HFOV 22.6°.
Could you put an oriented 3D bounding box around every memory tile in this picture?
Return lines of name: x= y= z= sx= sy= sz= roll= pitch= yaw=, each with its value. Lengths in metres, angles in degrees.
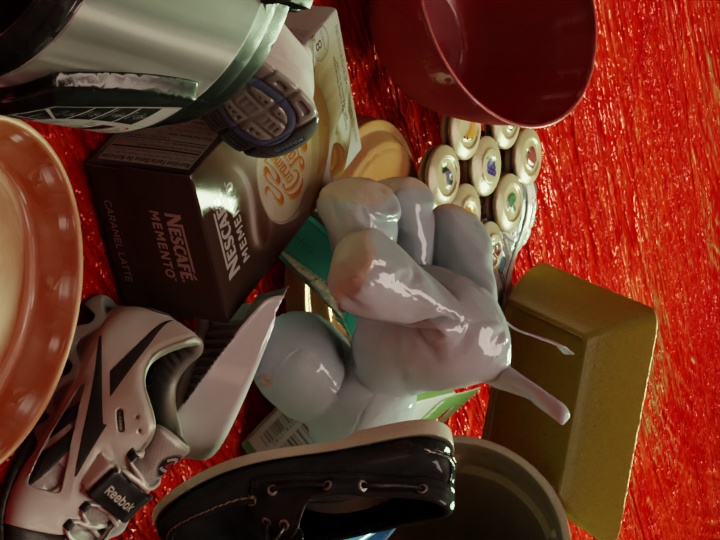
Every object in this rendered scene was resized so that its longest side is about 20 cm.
memory tile: x=0.094 y=-0.066 z=1.474 sx=0.154 sy=0.017 sz=0.201 roll=55 pitch=50 yaw=-45

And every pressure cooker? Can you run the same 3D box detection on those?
pressure cooker: x=-0.125 y=-0.162 z=0.886 sx=0.179 sy=0.177 sz=0.199 roll=-45 pitch=153 yaw=21

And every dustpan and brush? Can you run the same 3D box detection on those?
dustpan and brush: x=-0.116 y=0.096 z=1.153 sx=0.140 sy=0.057 sz=0.202 roll=165 pitch=-53 yaw=-78

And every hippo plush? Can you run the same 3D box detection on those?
hippo plush: x=0.018 y=0.045 z=1.209 sx=0.161 sy=0.199 sz=0.160 roll=-46 pitch=-165 yaw=28

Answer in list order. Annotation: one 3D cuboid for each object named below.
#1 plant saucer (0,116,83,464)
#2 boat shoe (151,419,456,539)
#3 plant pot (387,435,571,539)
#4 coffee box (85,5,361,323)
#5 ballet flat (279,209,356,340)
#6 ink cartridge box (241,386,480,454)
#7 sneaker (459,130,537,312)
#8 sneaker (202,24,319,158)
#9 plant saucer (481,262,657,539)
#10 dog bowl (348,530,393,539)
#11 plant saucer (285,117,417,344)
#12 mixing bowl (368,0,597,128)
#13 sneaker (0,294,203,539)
plant saucer: x=-0.217 y=0.015 z=0.957 sx=0.200 sy=0.032 sz=0.203 roll=-33 pitch=127 yaw=-58
boat shoe: x=-0.033 y=0.152 z=1.123 sx=0.075 sy=0.197 sz=0.067 roll=78 pitch=-1 yaw=-56
plant pot: x=0.082 y=0.270 z=1.534 sx=0.184 sy=0.198 sz=0.202 roll=77 pitch=32 yaw=-60
coffee box: x=-0.081 y=-0.073 z=1.155 sx=0.200 sy=0.079 sz=0.115 roll=-55 pitch=144 yaw=-43
ballet flat: x=0.000 y=0.000 z=1.284 sx=0.200 sy=0.075 sz=0.064 roll=51 pitch=29 yaw=-22
ink cartridge box: x=0.004 y=0.109 z=1.374 sx=0.104 sy=0.059 sz=0.199 roll=-46 pitch=163 yaw=21
sneaker: x=0.102 y=-0.020 z=1.578 sx=0.086 sy=0.077 sz=0.202 roll=-27 pitch=123 yaw=-56
sneaker: x=-0.101 y=-0.153 z=1.052 sx=0.200 sy=0.074 sz=0.088 roll=46 pitch=29 yaw=-27
plant saucer: x=0.165 y=0.108 z=1.536 sx=0.048 sy=0.200 sz=0.202 roll=5 pitch=100 yaw=-26
dog bowl: x=-0.038 y=0.208 z=1.320 sx=0.112 sy=0.050 sz=0.199 roll=-51 pitch=165 yaw=28
plant saucer: x=0.002 y=-0.016 z=1.396 sx=0.200 sy=0.032 sz=0.203 roll=-33 pitch=127 yaw=-57
mixing bowl: x=0.077 y=-0.197 z=1.382 sx=0.199 sy=0.108 sz=0.203 roll=12 pitch=72 yaw=-42
sneaker: x=-0.151 y=0.116 z=1.071 sx=0.074 sy=0.088 sz=0.202 roll=42 pitch=63 yaw=-63
